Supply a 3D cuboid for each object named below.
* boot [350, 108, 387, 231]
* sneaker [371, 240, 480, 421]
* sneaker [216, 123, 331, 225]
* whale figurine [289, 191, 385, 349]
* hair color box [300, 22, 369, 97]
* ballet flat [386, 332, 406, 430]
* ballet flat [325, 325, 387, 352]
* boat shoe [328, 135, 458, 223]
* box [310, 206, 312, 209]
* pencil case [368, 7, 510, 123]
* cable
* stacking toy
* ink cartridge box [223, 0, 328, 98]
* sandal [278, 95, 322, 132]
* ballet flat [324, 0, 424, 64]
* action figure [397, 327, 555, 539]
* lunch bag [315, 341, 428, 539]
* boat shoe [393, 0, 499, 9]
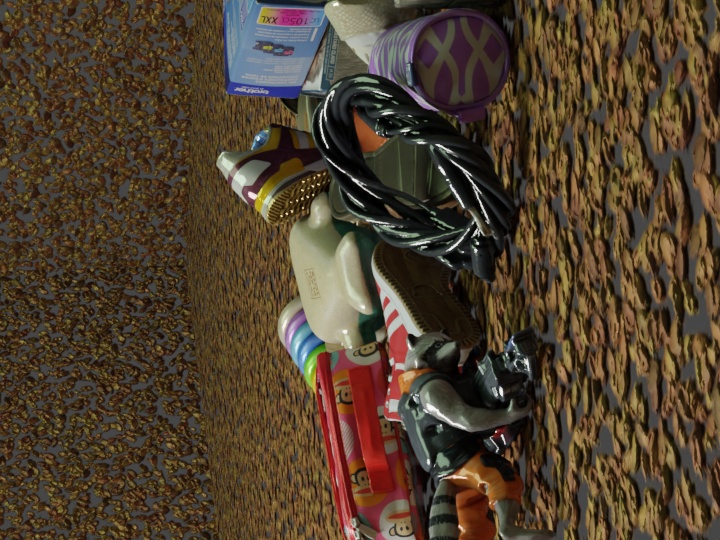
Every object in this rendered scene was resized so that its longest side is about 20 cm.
[{"bbox_3d":[0.023,-0.129,1.748,0.200,0.075,0.108,-97,29,-59],"label":"boot"},{"bbox_3d":[0.048,0.059,1.590,0.200,0.071,0.113,-113,26,-59],"label":"sneaker"},{"bbox_3d":[-0.053,-0.114,1.829,0.090,0.200,0.075,42,124,16],"label":"sneaker"},{"bbox_3d":[0.000,0.000,1.764,0.200,0.103,0.160,165,92,-77],"label":"whale figurine"},{"bbox_3d":[-0.028,-0.216,1.788,0.200,0.060,0.101,-162,78,-75],"label":"hair color box"},{"bbox_3d":[0.046,0.089,1.674,0.200,0.046,0.068,-105,17,-52],"label":"ballet flat"},{"bbox_3d":[0.005,0.025,1.896,0.072,0.068,0.201,32,121,56],"label":"ballet flat"},{"bbox_3d":[0.051,-0.077,1.564,0.200,0.068,0.072,-3,80,60],"label":"boat shoe"},{"bbox_3d":[-0.019,-0.147,1.999,0.199,0.049,0.201,-137,46,-75],"label":"box"},{"bbox_3d":[0.060,-0.157,1.460,0.200,0.084,0.086,-145,37,-80],"label":"pencil case"},{"bbox_3d":[0.031,-0.077,1.428,0.200,0.051,0.163,37,158,27],"label":"cable"},{"bbox_3d":[-0.027,0.108,2.050,0.200,0.085,0.086,-118,27,-54],"label":"stacking toy"},{"bbox_3d":[-0.081,-0.249,1.726,0.200,0.076,0.137,117,153,-64],"label":"ink cartridge box"},{"bbox_3d":[-0.070,-0.198,1.998,0.080,0.054,0.201,115,153,-67],"label":"sandal"},{"bbox_3d":[0.023,-0.202,1.602,0.200,0.067,0.063,-4,-100,-72],"label":"ballet flat"},{"bbox_3d":[0.076,0.122,1.361,0.200,0.104,0.194,100,155,-58],"label":"action figure"},{"bbox_3d":[0.012,0.171,1.700,0.176,0.082,0.201,78,-179,-63],"label":"lunch bag"},{"bbox_3d":[0.062,-0.239,1.449,0.200,0.075,0.072,-146,57,-76],"label":"boat shoe"}]
